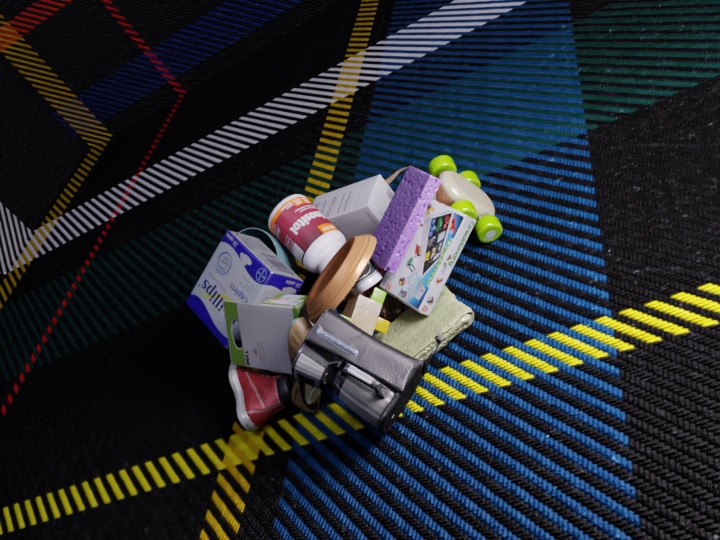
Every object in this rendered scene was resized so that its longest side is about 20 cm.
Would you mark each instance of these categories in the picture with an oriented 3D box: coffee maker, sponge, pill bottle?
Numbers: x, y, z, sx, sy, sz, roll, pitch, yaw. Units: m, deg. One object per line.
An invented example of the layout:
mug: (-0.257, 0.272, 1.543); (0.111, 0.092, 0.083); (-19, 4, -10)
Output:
coffee maker: (0.007, 0.159, 1.426); (0.200, 0.135, 0.192); (31, 48, 16)
sponge: (0.080, -0.101, 1.573); (0.201, 0.030, 0.112); (-64, 26, 6)
pill bottle: (-0.107, -0.070, 1.814); (0.113, 0.113, 0.200); (-43, 66, -6)

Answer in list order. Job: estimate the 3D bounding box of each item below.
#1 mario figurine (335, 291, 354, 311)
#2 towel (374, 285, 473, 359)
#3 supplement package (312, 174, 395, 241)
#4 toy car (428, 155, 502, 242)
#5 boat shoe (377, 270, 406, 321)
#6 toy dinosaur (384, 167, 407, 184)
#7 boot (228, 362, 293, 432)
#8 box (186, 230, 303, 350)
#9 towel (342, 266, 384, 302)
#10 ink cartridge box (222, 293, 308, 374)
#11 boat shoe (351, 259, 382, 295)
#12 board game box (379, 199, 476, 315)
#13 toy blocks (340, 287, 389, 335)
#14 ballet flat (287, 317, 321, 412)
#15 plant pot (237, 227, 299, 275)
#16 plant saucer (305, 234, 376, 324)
mario figurine: (-0.073, 0.098, 1.701); (0.200, 0.123, 0.106); (-44, 62, 24)
towel: (0.111, 0.118, 1.529); (0.200, 0.037, 0.148); (-41, 30, 0)
supplement package: (-0.017, -0.126, 1.907); (0.199, 0.114, 0.110); (-14, 40, 35)
toy car: (0.163, -0.100, 1.666); (0.200, 0.157, 0.165); (-42, 44, 27)
boat shoe: (0.083, 0.010, 1.646); (0.070, 0.070, 0.201); (4, 72, 31)
toy dinosaur: (0.039, -0.196, 1.991); (0.200, 0.060, 0.106); (-37, 29, 4)
boot: (-0.194, 0.227, 1.685); (0.144, 0.072, 0.200); (-35, 38, 5)
box: (-0.255, 0.048, 1.763); (0.184, 0.105, 0.200); (41, 105, 37)
towel: (0.007, 0.009, 1.761); (0.200, 0.022, 0.145); (-20, 36, 52)
ink cartridge box: (-0.177, 0.125, 1.653); (0.199, 0.149, 0.076); (4, 18, 33)
boat shoe: (0.000, 0.000, 1.621); (0.069, 0.057, 0.200); (-34, 9, 5)
board game box: (0.125, -0.030, 1.541); (0.126, 0.035, 0.201); (32, 98, 46)
toy blocks: (-0.025, 0.135, 1.580); (0.201, 0.100, 0.137); (-70, 14, -16)
ballet flat: (-0.098, 0.187, 1.537); (0.068, 0.201, 0.072); (-14, 30, -31)
plant pot: (-0.221, 0.013, 1.897); (0.199, 0.135, 0.201); (-10, 74, 35)
plant saucer: (-0.043, 0.009, 1.527); (0.200, 0.037, 0.200); (-52, 12, 15)
